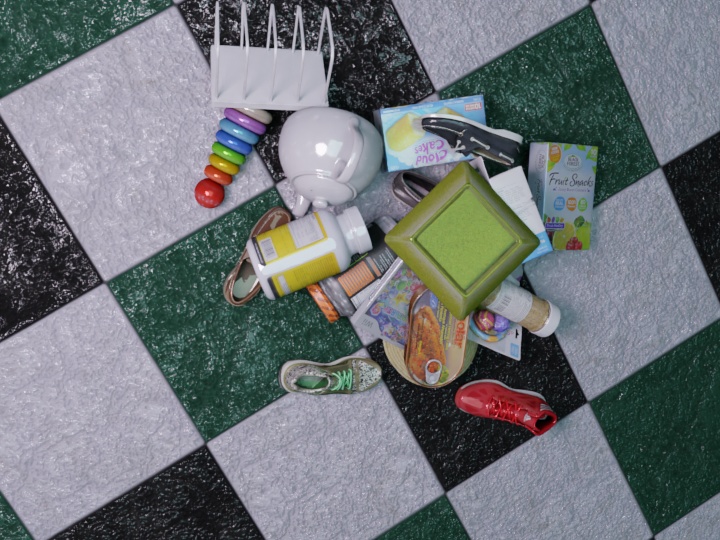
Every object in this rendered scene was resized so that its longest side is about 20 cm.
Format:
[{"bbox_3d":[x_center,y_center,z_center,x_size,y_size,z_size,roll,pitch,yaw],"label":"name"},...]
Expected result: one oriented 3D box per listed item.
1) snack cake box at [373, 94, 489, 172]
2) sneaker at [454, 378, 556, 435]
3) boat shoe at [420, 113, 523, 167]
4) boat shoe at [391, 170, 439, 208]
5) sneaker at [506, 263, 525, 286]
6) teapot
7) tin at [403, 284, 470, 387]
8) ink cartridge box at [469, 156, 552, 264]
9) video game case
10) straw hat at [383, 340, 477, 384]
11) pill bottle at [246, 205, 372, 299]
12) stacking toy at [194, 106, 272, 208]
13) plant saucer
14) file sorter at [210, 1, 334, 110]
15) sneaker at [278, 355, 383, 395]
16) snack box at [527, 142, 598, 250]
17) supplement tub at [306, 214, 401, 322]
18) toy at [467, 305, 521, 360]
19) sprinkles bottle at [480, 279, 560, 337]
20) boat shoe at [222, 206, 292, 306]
[{"bbox_3d":[0.131,-0.252,1.470,0.198,0.067,0.116,-10,99,-10],"label":"snack cake box"},{"bbox_3d":[0.292,0.267,1.551,0.198,0.116,0.079,5,97,-12],"label":"sneaker"},{"bbox_3d":[0.197,-0.232,1.414,0.198,0.076,0.061,12,91,-13],"label":"boat shoe"},{"bbox_3d":[0.150,-0.124,1.472,0.199,0.057,0.067,26,66,-1],"label":"boat shoe"},{"bbox_3d":[0.238,-0.048,1.522,0.199,0.078,0.141,24,91,-23],"label":"sneaker"},{"bbox_3d":[-0.055,-0.178,1.365,0.196,0.200,0.147,3,70,22],"label":"teapot"},{"bbox_3d":[0.138,0.115,1.441,0.111,0.042,0.202,4,108,-5],"label":"tin"},{"bbox_3d":[0.266,-0.116,1.432,0.067,0.116,0.202,-22,92,-5],"label":"ink cartridge box"},{"bbox_3d":[0.090,0.041,1.435,0.143,0.018,0.201,29,103,-40],"label":"video game case"},{"bbox_3d":[0.146,0.140,1.519,0.199,0.085,0.203,-2,98,-11],"label":"straw hat"},{"bbox_3d":[-0.085,-0.036,1.354,0.199,0.112,0.113,-22,102,-4],"label":"pill bottle"},{"bbox_3d":[-0.232,-0.201,1.399,0.085,0.085,0.201,24,97,-14],"label":"stacking toy"},{"bbox_3d":[0.177,-0.051,1.347,0.200,0.048,0.200,-44,92,-1],"label":"plant saucer"},{"bbox_3d":[-0.151,-0.365,1.337,0.198,0.125,0.140,0,55,-11],"label":"file sorter"},{"bbox_3d":[-0.051,0.208,1.486,0.198,0.089,0.078,-3,98,-11],"label":"sneaker"},{"bbox_3d":[0.384,-0.140,1.523,0.141,0.053,0.202,-2,98,-35],"label":"snack box"},{"bbox_3d":[0.000,0.000,1.450,0.199,0.123,0.123,-34,103,-5],"label":"supplement tub"},{"bbox_3d":[0.232,0.082,1.517,0.199,0.047,0.116,21,53,-13],"label":"toy"},{"bbox_3d":[0.280,0.057,1.483,0.199,0.068,0.069,26,92,-23],"label":"sprinkles bottle"},{"bbox_3d":[-0.180,-0.021,1.435,0.075,0.072,0.201,27,92,-14],"label":"boat shoe"}]
